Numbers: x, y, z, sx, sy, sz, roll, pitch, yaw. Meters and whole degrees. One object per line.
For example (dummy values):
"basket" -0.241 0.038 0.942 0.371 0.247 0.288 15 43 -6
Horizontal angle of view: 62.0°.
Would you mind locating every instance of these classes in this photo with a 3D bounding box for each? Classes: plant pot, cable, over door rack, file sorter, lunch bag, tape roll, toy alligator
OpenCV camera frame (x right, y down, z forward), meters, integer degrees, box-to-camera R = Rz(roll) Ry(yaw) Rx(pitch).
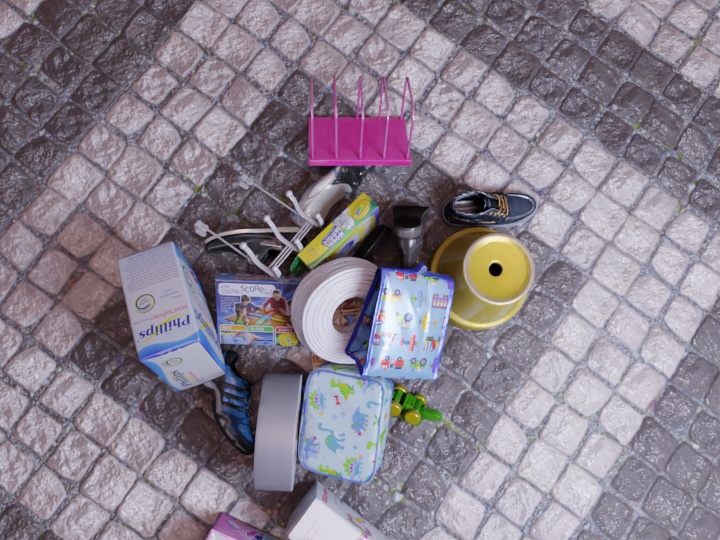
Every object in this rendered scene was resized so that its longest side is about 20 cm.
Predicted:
"plant pot" 0.232 0.009 1.128 0.200 0.189 0.201 0 82 -3
"cable" -0.025 0.077 1.097 0.200 0.069 0.200 -13 116 -19
"over door rack" -0.190 -0.091 1.100 0.200 0.067 0.148 29 63 17
"file sorter" -0.001 -0.295 1.158 0.199 0.126 0.139 -1 50 -4
"lunch bag" 0.079 0.082 1.049 0.150 0.094 0.200 9 107 -26
"tape roll" -0.143 0.282 1.058 0.066 0.200 0.201 4 82 -4
"toy alligator" 0.059 0.254 1.155 0.200 0.059 0.054 24 125 6
"lunch bag" -0.030 0.274 1.100 0.160 0.082 0.201 8 95 15

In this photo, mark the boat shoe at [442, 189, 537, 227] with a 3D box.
"boat shoe" 0.268 -0.125 1.197 0.200 0.091 0.071 -7 83 -5

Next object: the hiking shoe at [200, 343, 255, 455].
"hiking shoe" -0.233 0.244 1.120 0.087 0.074 0.200 -27 85 -6

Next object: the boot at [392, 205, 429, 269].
"boot" 0.093 -0.028 1.167 0.069 0.200 0.175 3 113 11

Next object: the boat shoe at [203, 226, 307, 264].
"boat shoe" -0.203 -0.044 1.163 0.199 0.072 0.068 -2 78 -6

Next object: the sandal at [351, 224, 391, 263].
"sandal" 0.001 0.000 1.167 0.048 0.075 0.201 42 84 -20

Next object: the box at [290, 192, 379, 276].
"box" -0.048 -0.051 1.151 0.200 0.117 0.048 -43 78 -7

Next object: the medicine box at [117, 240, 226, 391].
"medicine box" -0.328 0.085 1.056 0.103 0.182 0.200 -20 65 -7

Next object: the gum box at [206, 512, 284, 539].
"gum box" -0.179 0.514 1.067 0.200 0.114 0.066 24 82 0

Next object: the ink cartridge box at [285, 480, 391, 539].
"ink cartridge box" -0.028 0.480 1.066 0.200 0.145 0.085 37 81 1

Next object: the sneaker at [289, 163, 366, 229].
"sneaker" -0.064 -0.164 1.196 0.072 0.072 0.200 26 66 42

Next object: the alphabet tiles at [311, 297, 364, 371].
"alphabet tiles" -0.019 0.116 1.187 0.167 0.008 0.201 -5 83 -4

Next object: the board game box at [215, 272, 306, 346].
"board game box" -0.170 0.076 1.132 0.199 0.034 0.136 3 112 -2
